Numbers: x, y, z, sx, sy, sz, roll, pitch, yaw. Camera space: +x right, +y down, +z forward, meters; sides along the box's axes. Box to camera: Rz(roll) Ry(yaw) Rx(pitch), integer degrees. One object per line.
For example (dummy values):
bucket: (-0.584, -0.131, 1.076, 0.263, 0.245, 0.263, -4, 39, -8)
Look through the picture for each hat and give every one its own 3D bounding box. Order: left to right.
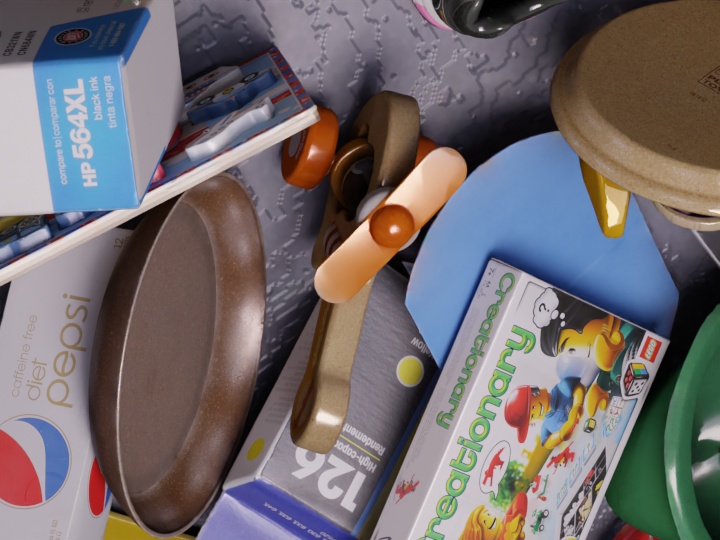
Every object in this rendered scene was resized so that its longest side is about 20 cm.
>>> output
hat: (0.160, 0.111, 1.708, 0.165, 0.175, 0.201, 37, 63, -42)

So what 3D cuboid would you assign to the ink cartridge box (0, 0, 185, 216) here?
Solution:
ink cartridge box: (-0.200, -0.090, 1.470, 0.199, 0.146, 0.085, -2, 115, 7)

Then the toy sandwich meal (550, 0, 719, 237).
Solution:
toy sandwich meal: (0.192, -0.077, 1.567, 0.204, 0.206, 0.071, -5, 130, -11)

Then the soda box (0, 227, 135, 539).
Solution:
soda box: (-0.163, 0.075, 1.563, 0.068, 0.064, 0.201, 10, 81, 14)

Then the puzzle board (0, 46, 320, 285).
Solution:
puzzle board: (-0.123, -0.058, 1.528, 0.199, 0.151, 0.017, -27, 110, -1)

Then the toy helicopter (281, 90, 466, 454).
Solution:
toy helicopter: (0.000, 0.000, 1.562, 0.078, 0.132, 0.201, 16, 80, -19)

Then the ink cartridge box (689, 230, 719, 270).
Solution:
ink cartridge box: (0.268, -0.005, 1.710, 0.095, 0.037, 0.200, -38, 117, 3)

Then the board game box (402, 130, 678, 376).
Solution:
board game box: (0.096, 0.014, 1.648, 0.158, 0.039, 0.201, -41, 124, -19)

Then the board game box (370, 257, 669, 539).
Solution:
board game box: (0.084, 0.107, 1.617, 0.126, 0.035, 0.201, 23, 90, -38)

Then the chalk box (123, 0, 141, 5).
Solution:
chalk box: (-0.167, -0.236, 1.400, 0.199, 0.124, 0.125, 27, 105, -9)

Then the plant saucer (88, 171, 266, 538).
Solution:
plant saucer: (-0.102, 0.044, 1.571, 0.032, 0.200, 0.201, 8, 113, 18)

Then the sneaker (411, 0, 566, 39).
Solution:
sneaker: (0.122, -0.189, 1.569, 0.200, 0.086, 0.080, -43, 117, 4)

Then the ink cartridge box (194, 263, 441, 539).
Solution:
ink cartridge box: (0.028, 0.125, 1.658, 0.197, 0.047, 0.201, 33, 74, -24)

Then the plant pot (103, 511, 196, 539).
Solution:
plant pot: (-0.132, 0.278, 1.647, 0.199, 0.200, 0.177, 19, 122, -20)
